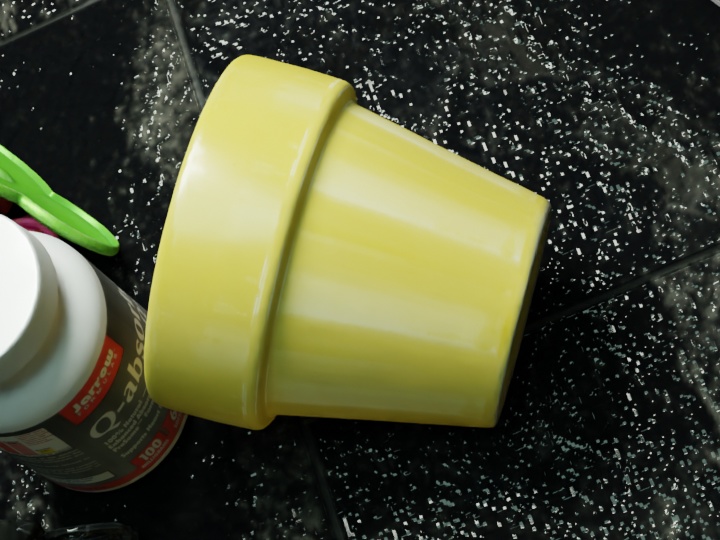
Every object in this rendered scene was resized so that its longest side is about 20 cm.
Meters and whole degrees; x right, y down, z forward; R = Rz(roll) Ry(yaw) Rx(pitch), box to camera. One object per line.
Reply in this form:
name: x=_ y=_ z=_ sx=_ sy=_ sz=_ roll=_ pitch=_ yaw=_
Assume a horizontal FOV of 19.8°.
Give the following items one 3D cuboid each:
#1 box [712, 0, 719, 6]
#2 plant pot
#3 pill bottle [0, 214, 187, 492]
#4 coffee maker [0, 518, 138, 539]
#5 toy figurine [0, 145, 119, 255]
box: x=0.256 y=-0.144 z=1.180 sx=0.041 sy=0.039 sz=0.200 roll=-46 pitch=63 yaw=-5
plant pot: x=0.000 y=0.000 z=1.133 sx=0.188 sy=0.201 sz=0.202 roll=14 pitch=74 yaw=7
pill bottle: x=-0.181 y=0.047 z=1.159 sx=0.115 sy=0.200 sz=0.117 roll=-6 pitch=68 yaw=16
coffee maker: x=-0.216 y=0.247 z=1.131 sx=0.191 sy=0.135 sz=0.201 roll=-16 pitch=66 yaw=11
toy figurine: x=-0.278 y=0.007 z=1.270 sx=0.199 sy=0.150 sz=0.185 roll=33 pitch=96 yaw=2
